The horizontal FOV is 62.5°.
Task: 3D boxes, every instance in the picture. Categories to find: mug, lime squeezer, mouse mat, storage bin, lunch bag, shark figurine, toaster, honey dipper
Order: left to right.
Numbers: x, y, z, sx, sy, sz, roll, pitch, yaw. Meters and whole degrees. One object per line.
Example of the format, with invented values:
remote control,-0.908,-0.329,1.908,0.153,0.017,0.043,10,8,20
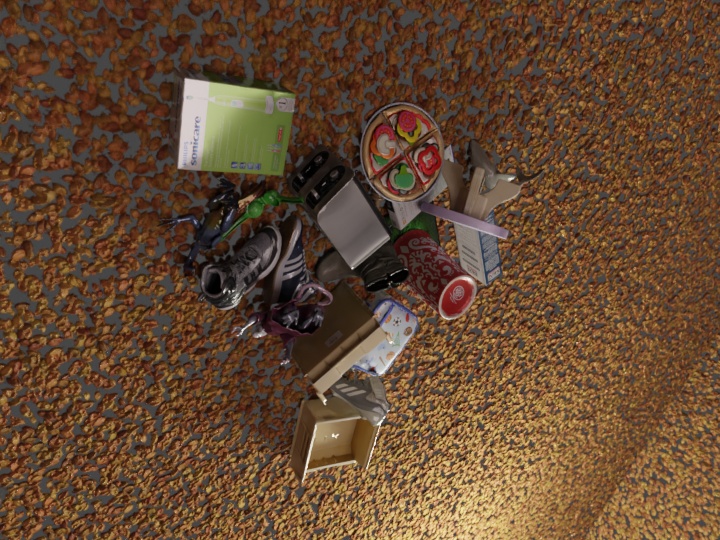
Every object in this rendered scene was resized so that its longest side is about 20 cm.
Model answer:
lime squeezer,-0.190,-0.115,1.149,0.195,0.073,0.038,-22,147,18
storage bin,-0.066,0.426,1.509,0.194,0.094,0.205,-1,116,-33
storage bin,-0.052,0.155,1.304,0.198,0.198,0.095,-39,127,-6
toaster,-0.039,-0.122,1.167,0.118,0.181,0.201,-39,130,-2
honey dipper,0.032,-0.112,1.314,0.037,0.038,0.206,-12,126,-26
lunch bag,0.037,0.158,1.446,0.158,0.075,0.203,31,97,-38
mouse mat,0.121,-0.069,1.411,0.158,0.008,0.204,-29,129,-16
mug,0.181,0.013,1.362,0.173,0.200,0.137,11,111,-36
shark figurine,0.343,-0.217,1.391,0.209,0.089,0.133,14,79,-31

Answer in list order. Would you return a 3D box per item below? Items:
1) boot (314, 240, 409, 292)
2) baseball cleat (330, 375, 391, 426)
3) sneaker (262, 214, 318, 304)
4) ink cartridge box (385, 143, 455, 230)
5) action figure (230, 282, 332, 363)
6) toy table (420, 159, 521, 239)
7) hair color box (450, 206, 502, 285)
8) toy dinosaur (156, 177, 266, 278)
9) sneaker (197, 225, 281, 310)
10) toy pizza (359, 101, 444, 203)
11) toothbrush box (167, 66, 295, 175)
boot,0.000,0.000,1.275,0.194,0.132,0.069,-19,128,-3
baseball cleat,-0.011,0.281,1.436,0.198,0.070,0.108,38,88,4
sneaker,-0.129,-0.018,1.236,0.105,0.071,0.205,6,120,-29
ink cartridge box,0.136,-0.190,1.314,0.199,0.037,0.096,-41,138,-18
action figure,-0.170,0.097,1.226,0.133,0.198,0.152,38,61,-23
toy table,0.238,-0.155,1.279,0.194,0.184,0.121,19,96,0
hair color box,0.284,-0.076,1.450,0.059,0.100,0.204,-30,129,-17
toy dinosaur,-0.270,-0.068,1.112,0.196,0.106,0.184,-9,142,-42
sneaker,-0.234,-0.006,1.143,0.201,0.075,0.114,-49,167,5
toy pizza,0.092,-0.243,1.225,0.193,0.032,0.208,-2,96,-21
toothbrush box,-0.224,-0.255,1.028,0.194,0.086,0.150,-3,119,-32
